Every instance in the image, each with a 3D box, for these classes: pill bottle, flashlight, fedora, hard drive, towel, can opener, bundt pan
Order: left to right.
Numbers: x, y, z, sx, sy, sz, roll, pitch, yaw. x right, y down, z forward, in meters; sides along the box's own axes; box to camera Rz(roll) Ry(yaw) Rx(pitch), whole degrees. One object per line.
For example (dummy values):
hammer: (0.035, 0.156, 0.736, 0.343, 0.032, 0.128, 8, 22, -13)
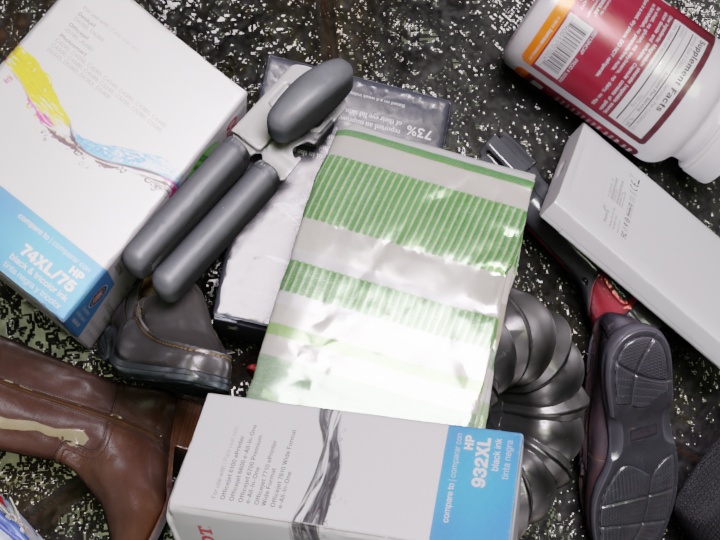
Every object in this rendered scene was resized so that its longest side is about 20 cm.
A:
can opener: (-0.082, -0.069, 0.715, 0.052, 0.067, 0.201, 36, 74, 12)
towel: (0.025, 0.011, 0.694, 0.150, 0.023, 0.204, 16, 72, 0)
bundt pan: (0.093, 0.104, 0.762, 0.199, 0.075, 0.206, -7, 101, -41)
flashlight: (0.164, -0.020, 0.859, 0.200, 0.068, 0.068, 46, 118, 7)
pill bottle: (0.223, -0.163, 0.866, 0.198, 0.113, 0.114, 35, 77, -1)
hard drive: (0.234, -0.018, 0.840, 0.199, 0.026, 0.132, 39, 39, -6)
fedora: (0.312, 0.171, 0.816, 0.199, 0.202, 0.092, -31, 51, -13)

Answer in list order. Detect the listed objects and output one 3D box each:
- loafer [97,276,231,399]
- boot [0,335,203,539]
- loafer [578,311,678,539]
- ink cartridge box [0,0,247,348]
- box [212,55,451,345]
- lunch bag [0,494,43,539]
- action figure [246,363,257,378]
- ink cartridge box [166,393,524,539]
loafer: (-0.133, 0.040, 0.730, 0.072, 0.199, 0.074, 20, 86, -29)
boot: (-0.223, 0.133, 0.740, 0.197, 0.065, 0.188, 20, 37, -8)
loafer: (0.201, 0.130, 0.821, 0.070, 0.063, 0.204, -5, 108, -12)
ink cartridge box: (-0.196, -0.075, 0.770, 0.145, 0.147, 0.201, 37, 77, 1)
box: (-0.025, -0.038, 0.810, 0.145, 0.104, 0.204, 13, 78, -6)
lunch bag: (-0.316, 0.226, 0.735, 0.160, 0.076, 0.200, 43, 78, -1)
action figure: (0.000, 0.000, 0.731, 0.065, 0.052, 0.202, 32, 74, 0)
ink cartridge box: (-0.003, 0.161, 0.657, 0.196, 0.147, 0.085, 6, 49, 11)
